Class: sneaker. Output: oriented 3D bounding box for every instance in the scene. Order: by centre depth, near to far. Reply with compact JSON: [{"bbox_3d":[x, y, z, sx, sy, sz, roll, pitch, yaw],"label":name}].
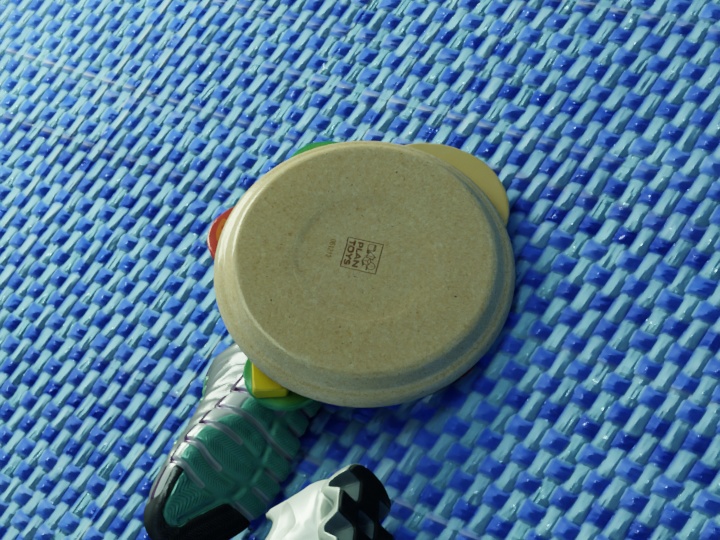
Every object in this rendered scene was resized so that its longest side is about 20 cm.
[{"bbox_3d":[-0.036,0.211,1.388,0.088,0.074,0.200,-21,35,26],"label":"sneaker"},{"bbox_3d":[-0.083,0.102,1.535,0.087,0.074,0.200,1,45,54],"label":"sneaker"}]

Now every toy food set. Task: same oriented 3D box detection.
[{"bbox_3d":[0.000,0.000,1.504,0.198,0.049,0.200,-2,62,0],"label":"toy food set"}]
